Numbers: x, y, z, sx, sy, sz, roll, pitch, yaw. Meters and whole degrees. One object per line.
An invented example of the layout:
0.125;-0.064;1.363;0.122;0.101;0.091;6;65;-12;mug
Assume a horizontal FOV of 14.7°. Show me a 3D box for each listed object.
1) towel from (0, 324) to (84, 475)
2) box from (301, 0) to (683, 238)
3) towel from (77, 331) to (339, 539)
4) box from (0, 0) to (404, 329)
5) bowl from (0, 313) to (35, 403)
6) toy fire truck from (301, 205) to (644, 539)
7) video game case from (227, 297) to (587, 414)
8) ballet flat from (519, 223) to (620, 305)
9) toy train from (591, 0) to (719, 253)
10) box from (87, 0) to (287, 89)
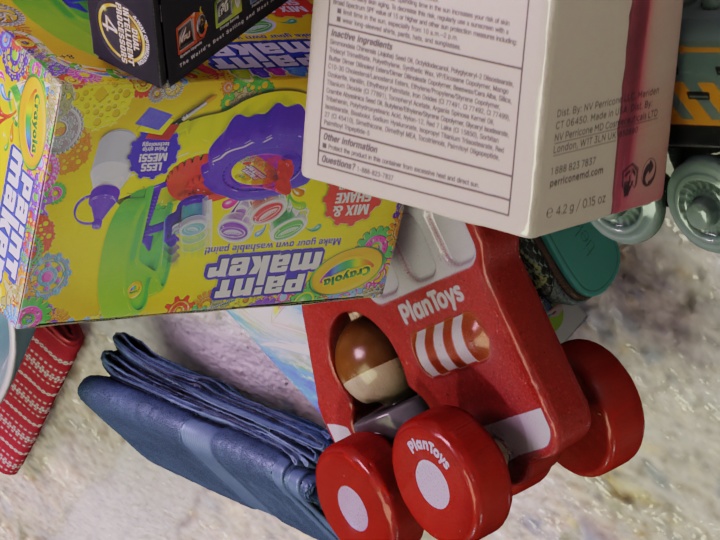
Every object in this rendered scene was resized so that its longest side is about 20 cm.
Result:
-0.254;0.044;1.809;0.144;0.022;0.200;41;145;6;towel
0.060;-0.129;1.174;0.127;0.109;0.201;17;110;35;box
-0.068;0.104;1.636;0.199;0.049;0.112;20;159;39;towel
-0.106;-0.076;1.311;0.193;0.199;0.123;42;127;45;box
-0.262;-0.009;1.669;0.200;0.105;0.202;15;123;24;bowl
0.035;0.043;1.370;0.200;0.112;0.169;-22;91;59;toy fire truck
0.000;0.000;1.487;0.181;0.045;0.200;49;145;-5;video game case
0.060;-0.067;1.338;0.074;0.074;0.201;5;127;43;ballet flat
0.163;-0.072;1.223;0.199;0.085;0.115;5;120;42;toy train
-0.040;-0.195;1.189;0.049;0.200;0.162;26;138;31;box
